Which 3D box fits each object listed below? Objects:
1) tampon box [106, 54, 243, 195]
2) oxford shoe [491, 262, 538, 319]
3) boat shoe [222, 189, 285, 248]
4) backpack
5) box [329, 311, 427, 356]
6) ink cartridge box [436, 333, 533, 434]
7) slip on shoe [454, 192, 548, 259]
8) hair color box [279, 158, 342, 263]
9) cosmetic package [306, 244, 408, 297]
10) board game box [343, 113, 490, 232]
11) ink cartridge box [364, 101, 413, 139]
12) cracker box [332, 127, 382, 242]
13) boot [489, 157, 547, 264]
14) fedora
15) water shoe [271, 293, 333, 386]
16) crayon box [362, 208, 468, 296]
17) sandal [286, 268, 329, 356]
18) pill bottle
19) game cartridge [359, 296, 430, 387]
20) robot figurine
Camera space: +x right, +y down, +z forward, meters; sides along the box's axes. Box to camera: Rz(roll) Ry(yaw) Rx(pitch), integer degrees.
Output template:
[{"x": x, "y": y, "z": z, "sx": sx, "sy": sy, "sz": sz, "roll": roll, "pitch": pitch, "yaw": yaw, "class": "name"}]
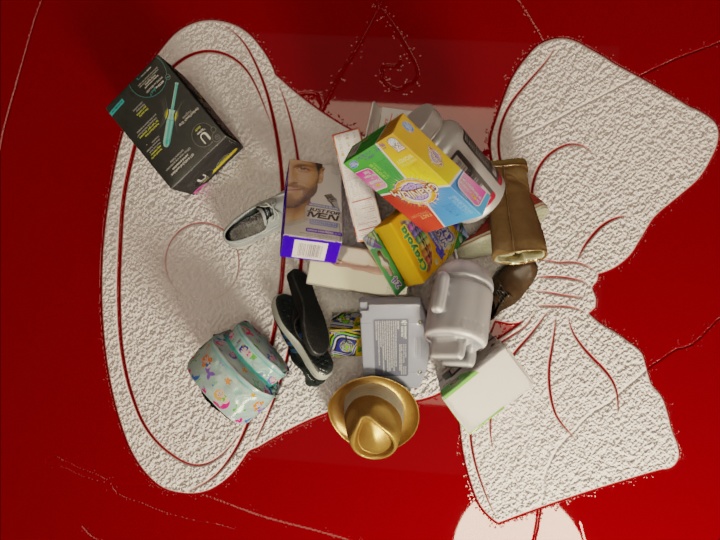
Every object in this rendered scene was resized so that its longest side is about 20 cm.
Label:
[{"x": -0.361, "y": -0.279, "z": 1.059, "sx": 0.149, "sy": 0.126, "sz": 0.201, "roll": -40, "pitch": 90, "yaw": 5, "class": "tampon box"}, {"x": 0.274, "y": 0.050, "z": 1.052, "sx": 0.200, "sy": 0.084, "sz": 0.073, "roll": -43, "pitch": 87, "yaw": 3, "class": "oxford shoe"}, {"x": -0.188, "y": -0.106, "z": 1.080, "sx": 0.198, "sy": 0.072, "sz": 0.071, "roll": -31, "pitch": 89, "yaw": 1, "class": "boat shoe"}, {"x": -0.233, "y": 0.195, "z": 1.030, "sx": 0.151, "sy": 0.200, "sz": 0.178, "roll": -44, "pitch": 88, "yaw": 4, "class": "backpack"}, {"x": 0.039, "y": 0.125, "z": 1.068, "sx": 0.195, "sy": 0.070, "sz": 0.066, "roll": -3, "pitch": 116, "yaw": 4, "class": "box"}, {"x": 0.224, "y": 0.203, "z": 1.002, "sx": 0.145, "sy": 0.200, "sz": 0.084, "roll": -39, "pitch": 87, "yaw": 4, "class": "ink cartridge box"}, {"x": 0.272, "y": -0.087, "z": 1.061, "sx": 0.198, "sy": 0.074, "sz": 0.062, "roll": -32, "pitch": 58, "yaw": 9, "class": "slip on shoe"}, {"x": -0.092, "y": -0.116, "z": 1.013, "sx": 0.107, "sy": 0.065, "sz": 0.203, "roll": 7, "pitch": 49, "yaw": -12, "class": "hair color box"}, {"x": 0.000, "y": 0.000, "z": 1.058, "sx": 0.195, "sy": 0.103, "sz": 0.089, "roll": 9, "pitch": 90, "yaw": 2, "class": "cosmetic package"}, {"x": 0.089, "y": -0.147, "z": 0.864, "sx": 0.199, "sy": 0.152, "sz": 0.041, "roll": 37, "pitch": 67, "yaw": -21, "class": "board game box"}, {"x": 0.073, "y": -0.224, "z": 0.992, "sx": 0.066, "sy": 0.199, "sz": 0.120, "roll": 14, "pitch": 93, "yaw": 23, "class": "ink cartridge box"}, {"x": 0.000, "y": -0.158, "z": 1.037, "sx": 0.056, "sy": 0.134, "sz": 0.204, "roll": -13, "pitch": 92, "yaw": 3, "class": "cracker box"}, {"x": 0.248, "y": -0.110, "z": 1.005, "sx": 0.171, "sy": 0.066, "sz": 0.204, "roll": -9, "pitch": 64, "yaw": 17, "class": "boot"}, {"x": 0.025, "y": 0.301, "z": 1.041, "sx": 0.196, "sy": 0.082, "sz": 0.204, "roll": 1, "pitch": 120, "yaw": 2, "class": "fedora"}, {"x": -0.132, "y": 0.144, "z": 1.084, "sx": 0.202, "sy": 0.071, "sz": 0.079, "roll": 57, "pitch": 134, "yaw": 19, "class": "water shoe"}, {"x": 0.108, "y": -0.062, "z": 0.988, "sx": 0.200, "sy": 0.051, "sz": 0.127, "roll": -41, "pitch": 106, "yaw": -35, "class": "crayon box"}, {"x": -0.109, "y": 0.089, "z": 1.052, "sx": 0.048, "sy": 0.075, "sz": 0.203, "roll": -38, "pitch": 48, "yaw": 22, "class": "sandal"}, {"x": 0.152, "y": -0.184, "z": 0.918, "sx": 0.111, "sy": 0.111, "sz": 0.199, "roll": -47, "pitch": 118, "yaw": 4, "class": "pill bottle"}, {"x": 0.066, "y": 0.137, "z": 1.011, "sx": 0.130, "sy": 0.042, "sz": 0.204, "roll": -3, "pitch": 121, "yaw": -1, "class": "game cartridge"}, {"x": 0.176, "y": 0.067, "z": 0.951, "sx": 0.111, "sy": 0.169, "sz": 0.204, "roll": -5, "pitch": 62, "yaw": 35, "class": "robot figurine"}]
